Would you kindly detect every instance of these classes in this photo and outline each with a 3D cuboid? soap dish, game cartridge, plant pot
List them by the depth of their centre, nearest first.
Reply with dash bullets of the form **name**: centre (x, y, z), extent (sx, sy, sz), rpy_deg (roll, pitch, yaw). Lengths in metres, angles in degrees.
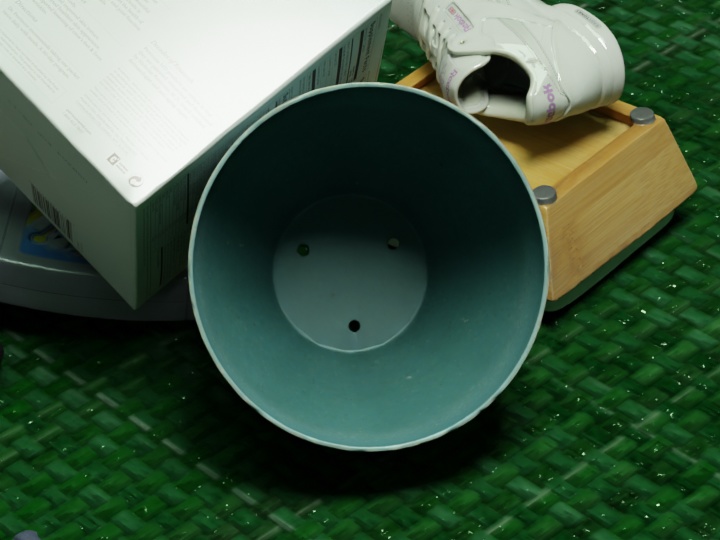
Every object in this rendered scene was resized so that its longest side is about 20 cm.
- **plant pot**: centre (0.000, 0.000, 1.333), extent (0.198, 0.202, 0.135), rpy_deg (-7, -1, -5)
- **game cartridge**: centre (-0.161, -0.021, 1.455), extent (0.198, 0.041, 0.134), rpy_deg (5, 38, -2)
- **soap dish**: centre (0.091, -0.066, 1.483), extent (0.199, 0.082, 0.157), rpy_deg (25, 44, 33)

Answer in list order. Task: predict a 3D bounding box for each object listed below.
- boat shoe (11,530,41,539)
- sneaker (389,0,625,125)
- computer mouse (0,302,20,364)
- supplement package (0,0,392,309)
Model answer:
- **boat shoe**: centre (-0.160, 0.199, 1.135), extent (0.092, 0.075, 0.200), rpy_deg (-27, 40, -18)
- **sneaker**: centre (0.070, -0.150, 1.466), extent (0.099, 0.075, 0.199), rpy_deg (-29, 43, -33)
- **computer mouse**: centre (-0.235, 0.040, 1.411), extent (0.058, 0.034, 0.200), rpy_deg (9, 30, 9)
- **supplement package**: centre (-0.107, -0.116, 1.367), extent (0.200, 0.151, 0.152), rpy_deg (-40, 75, -19)
